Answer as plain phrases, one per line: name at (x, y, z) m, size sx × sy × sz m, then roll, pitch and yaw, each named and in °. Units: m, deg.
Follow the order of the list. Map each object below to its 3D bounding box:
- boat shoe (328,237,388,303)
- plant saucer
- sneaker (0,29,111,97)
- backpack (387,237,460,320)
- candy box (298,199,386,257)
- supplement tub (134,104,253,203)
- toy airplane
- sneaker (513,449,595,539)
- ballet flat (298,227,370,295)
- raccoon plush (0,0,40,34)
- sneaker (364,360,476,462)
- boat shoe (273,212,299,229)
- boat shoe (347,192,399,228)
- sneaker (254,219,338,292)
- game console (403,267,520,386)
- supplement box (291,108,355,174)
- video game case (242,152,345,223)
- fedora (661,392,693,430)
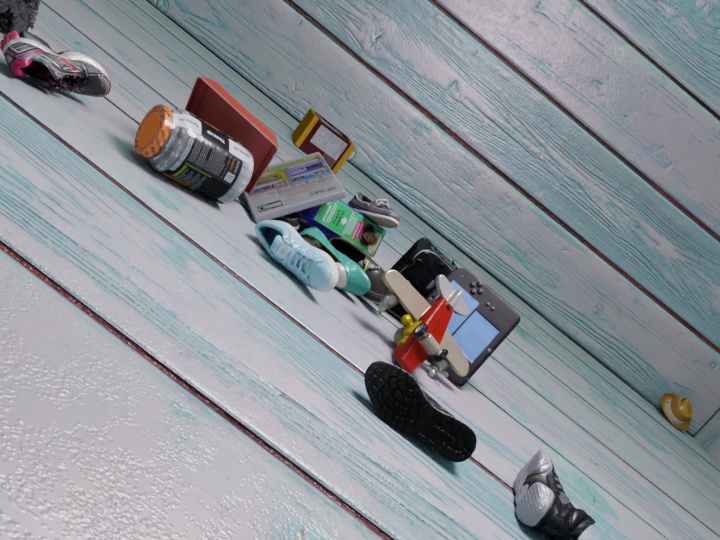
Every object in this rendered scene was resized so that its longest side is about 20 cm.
boat shoe at (0.000, 0.000, 1.563) m, size 0.201 × 0.072 × 0.061 m, roll 39°, pitch -6°, yaw 34°
plant saucer at (-0.258, -0.270, 1.460) m, size 0.200 × 0.037 × 0.199 m, roll 42°, pitch -32°, yaw -5°
sneaker at (-0.531, -0.343, 1.297) m, size 0.199 × 0.081 × 0.075 m, roll 10°, pitch 44°, yaw -51°
backpack at (0.155, 0.047, 1.651) m, size 0.200 × 0.178 × 0.151 m, roll 40°, pitch 16°, yaw -10°
candy box at (-0.069, -0.116, 1.694) m, size 0.199 × 0.078 × 0.168 m, roll 28°, pitch -6°, yaw -39°
supplement tub at (-0.306, -0.215, 1.363) m, size 0.199 × 0.123 × 0.123 m, roll 28°, pitch 16°, yaw -43°
toy airplane at (0.122, 0.105, 1.419) m, size 0.198 × 0.141 × 0.202 m, roll 10°, pitch 62°, yaw -42°
sneaker at (0.307, 0.369, 1.172) m, size 0.114 × 0.076 × 0.200 m, roll 40°, pitch 18°, yaw 3°
ballet flat at (-0.065, -0.012, 1.512) m, size 0.070 × 0.068 × 0.200 m, roll -17°, pitch 53°, yaw -46°
raccoon plush at (-0.640, -0.540, 1.414) m, size 0.097 × 0.198 × 0.135 m, roll 49°, pitch 22°, yaw -44°
sneaker at (0.081, 0.212, 1.119) m, size 0.200 × 0.076 × 0.088 m, roll 42°, pitch -3°, yaw -5°
boat shoe at (-0.180, -0.152, 1.613) m, size 0.071 × 0.061 × 0.201 m, roll 3°, pitch 27°, yaw -29°
boat shoe at (0.032, -0.144, 1.693) m, size 0.072 × 0.063 × 0.199 m, roll 30°, pitch -5°, yaw -31°
sneaker at (-0.126, -0.026, 1.355) m, size 0.199 × 0.075 × 0.082 m, roll 37°, pitch 18°, yaw 33°
game console at (0.207, 0.112, 1.534) m, size 0.177 × 0.200 × 0.031 m, roll 41°, pitch -11°, yaw 16°
supplement box at (-0.146, -0.504, 2.869) m, size 0.199 × 0.133 × 0.198 m, roll 34°, pitch 12°, yaw -19°
video game case at (-0.152, -0.181, 1.581) m, size 0.183 × 0.198 × 0.022 m, roll -122°, pitch -161°, yaw -48°
fedora at (1.532, 0.663, 3.531) m, size 0.199 × 0.082 × 0.202 m, roll 20°, pitch 47°, yaw -23°
